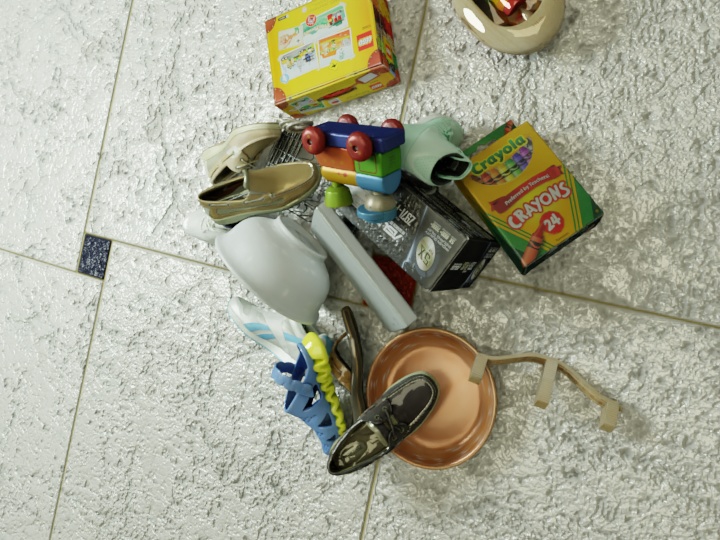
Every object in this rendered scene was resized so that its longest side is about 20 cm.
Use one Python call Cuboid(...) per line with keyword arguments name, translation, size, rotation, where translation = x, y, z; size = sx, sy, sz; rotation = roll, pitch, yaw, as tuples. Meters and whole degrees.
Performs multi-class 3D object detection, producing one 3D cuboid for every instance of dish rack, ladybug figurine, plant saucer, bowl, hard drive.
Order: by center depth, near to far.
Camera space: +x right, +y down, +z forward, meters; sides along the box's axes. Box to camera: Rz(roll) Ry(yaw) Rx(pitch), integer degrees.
Cuboid(name="ladybug figurine", translation=(0.210, -0.389, 0.829), size=(0.135, 0.072, 0.201), rotation=(-38, 72, 18))
Cuboid(name="hard drive", translation=(0.000, 0.000, 0.836), size=(0.026, 0.132, 0.201), rotation=(-37, 87, -11))
Cuboid(name="plant saucer", translation=(0.104, 0.185, 0.849), size=(0.198, 0.037, 0.203), rotation=(-3, 84, 24))
Cuboid(name="bowl", translation=(-0.114, -0.018, 0.878), size=(0.090, 0.201, 0.201), rotation=(-47, 69, 10))
Cuboid(name="dish rack", translation=(-0.072, -0.151, 0.951), size=(0.199, 0.054, 0.155), rotation=(31, 97, 26))

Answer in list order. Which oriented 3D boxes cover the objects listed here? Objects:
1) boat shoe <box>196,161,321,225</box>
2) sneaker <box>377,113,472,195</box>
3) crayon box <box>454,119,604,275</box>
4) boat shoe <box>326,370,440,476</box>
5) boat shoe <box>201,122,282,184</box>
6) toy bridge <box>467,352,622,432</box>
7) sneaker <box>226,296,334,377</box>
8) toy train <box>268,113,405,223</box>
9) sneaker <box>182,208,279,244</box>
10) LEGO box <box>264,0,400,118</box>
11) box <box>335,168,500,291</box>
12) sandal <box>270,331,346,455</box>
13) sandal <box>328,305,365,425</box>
Cuboid(name="boat shoe", translation=(-0.160, -0.128, 0.902), size=(0.198, 0.076, 0.072), rotation=(-21, 62, 9))
Cuboid(name="sneaker", translation=(0.112, -0.156, 0.790), size=(0.118, 0.200, 0.074), rotation=(36, 124, 26))
Cuboid(name="crayon box", translation=(0.216, -0.112, 0.796), size=(0.126, 0.051, 0.201), rotation=(-34, 72, 0))
Cuboid(name="boat shoe", translation=(0.032, 0.223, 0.811), size=(0.073, 0.065, 0.200), rotation=(45, 98, 6))
Cuboid(name="boat shoe", translation=(-0.201, -0.199, 0.993), size=(0.199, 0.072, 0.066), rotation=(-14, 86, 40))
Cuboid(name="toy bridge", translation=(0.249, 0.150, 0.773), size=(0.198, 0.027, 0.068), rotation=(18, 60, 12))
Cuboid(name="sneaker", translation=(-0.132, 0.093, 0.951), size=(0.199, 0.076, 0.081), rotation=(32, 92, 16))
Cuboid(name="toy train", translation=(-0.036, -0.133, 0.737), size=(0.198, 0.084, 0.117), rotation=(16, 123, 35))
Cuboid(name="sneaker", translation=(-0.234, -0.085, 1.001), size=(0.198, 0.087, 0.076), rotation=(1, 87, 26))
Cuboid(name="LEGO box", translation=(-0.048, -0.356, 0.942), size=(0.198, 0.077, 0.151), rotation=(-11, 81, 23))
Cuboid(name="box", translation=(0.078, -0.068, 0.809), size=(0.200, 0.163, 0.086), rotation=(43, 109, 21))
Cuboid(name="sandal", translation=(-0.077, 0.194, 0.872), size=(0.086, 0.079, 0.202), rotation=(-20, 109, -15))
Cuboid(name="sandal", translation=(-0.022, 0.156, 0.884), size=(0.054, 0.082, 0.203), rotation=(-3, 91, 0))
